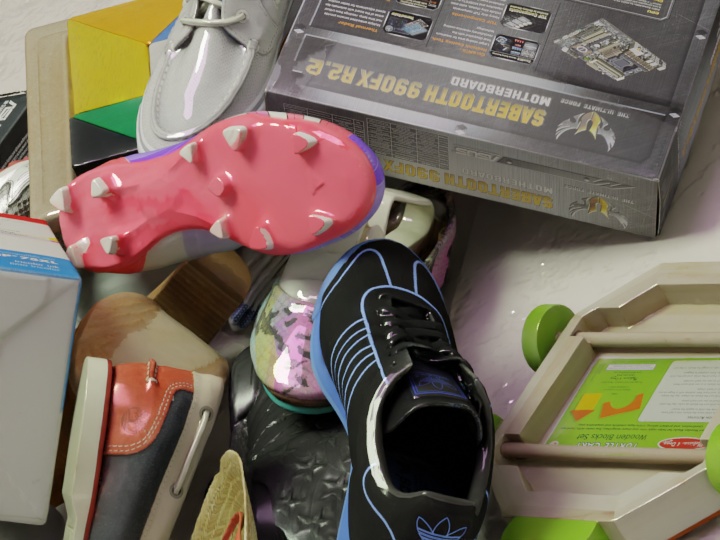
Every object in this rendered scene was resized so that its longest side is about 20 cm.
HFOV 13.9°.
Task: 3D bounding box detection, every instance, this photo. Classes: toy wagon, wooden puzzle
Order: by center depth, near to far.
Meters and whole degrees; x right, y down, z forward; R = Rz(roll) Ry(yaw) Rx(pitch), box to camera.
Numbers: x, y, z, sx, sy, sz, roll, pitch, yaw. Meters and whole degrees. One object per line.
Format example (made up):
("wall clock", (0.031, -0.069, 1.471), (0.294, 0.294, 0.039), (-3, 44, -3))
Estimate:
("toy wagon", (0.111, 0.072, 1.258), (0.155, 0.040, 0.200), (-1, 44, 45))
("wooden puzzle", (-0.088, -0.102, 1.539), (0.185, 0.037, 0.200), (-15, 36, 5))

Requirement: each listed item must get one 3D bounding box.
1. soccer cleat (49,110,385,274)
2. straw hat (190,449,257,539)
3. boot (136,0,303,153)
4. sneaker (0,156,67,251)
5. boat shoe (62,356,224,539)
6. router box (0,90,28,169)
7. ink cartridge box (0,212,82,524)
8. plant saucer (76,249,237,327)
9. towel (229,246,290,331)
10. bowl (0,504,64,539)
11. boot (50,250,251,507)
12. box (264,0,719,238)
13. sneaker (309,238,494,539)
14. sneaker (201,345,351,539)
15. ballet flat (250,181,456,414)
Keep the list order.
("soccer cleat", (-0.058, -0.036, 1.365), (0.200, 0.067, 0.076), (-11, 2, 41))
("straw hat", (-0.026, 0.173, 1.181), (0.085, 0.201, 0.201), (7, 30, -10))
("boot", (-0.076, -0.139, 1.478), (0.073, 0.096, 0.200), (-2, 44, 18))
("sneaker", (-0.181, 0.036, 1.536), (0.082, 0.078, 0.200), (2, 72, 50))
("boat shoe", (-0.104, 0.138, 1.286), (0.071, 0.062, 0.200), (-171, 89, -78))
("router box", (-0.274, -0.017, 1.745), (0.150, 0.062, 0.200), (-7, 38, 34))
("ink cartridge box", (-0.180, 0.036, 1.379), (0.067, 0.116, 0.200), (7, 9, -13))
("plant saucer", (-0.112, -0.057, 1.607), (0.200, 0.050, 0.200), (-38, 33, 31))
("towel", (-0.020, -0.075, 1.559), (0.200, 0.024, 0.147), (-48, 30, 14))
("bowl", (-0.234, 0.171, 1.358), (0.200, 0.075, 0.200), (-40, 10, 9))
("boot", (-0.126, 0.071, 1.423), (0.144, 0.071, 0.201), (-49, 2, 24))
("box", (0.072, -0.111, 1.441), (0.200, 0.048, 0.159), (13, 57, 12))
("sneaker", (0.023, 0.051, 1.250), (0.078, 0.070, 0.200), (119, 155, -43))
("sneaker", (-0.011, 0.090, 1.341), (0.104, 0.060, 0.200), (-12, 28, 14))
("ballet flat", (0.000, 0.000, 1.385), (0.069, 0.071, 0.200), (17, 23, 13))
